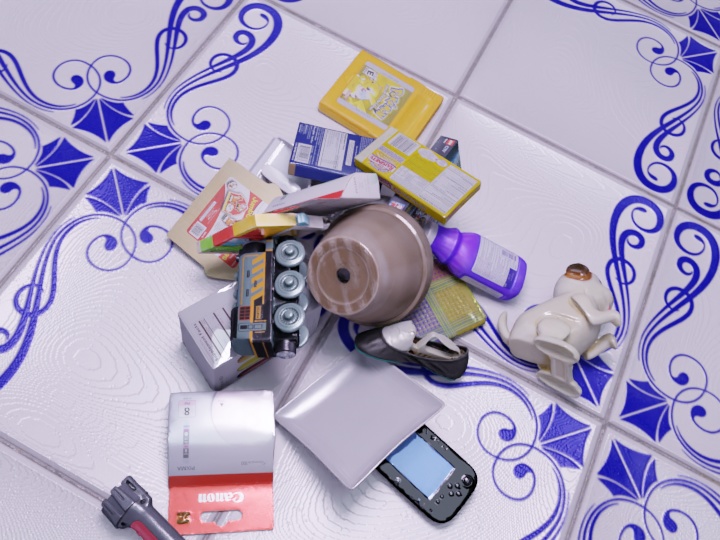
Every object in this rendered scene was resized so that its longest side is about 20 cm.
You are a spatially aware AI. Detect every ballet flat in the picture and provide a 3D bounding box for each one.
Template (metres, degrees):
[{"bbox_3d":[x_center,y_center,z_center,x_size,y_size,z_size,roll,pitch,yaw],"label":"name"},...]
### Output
[{"bbox_3d":[0.089,0.120,1.243,0.198,0.069,0.068,17,31,-18],"label":"ballet flat"}]

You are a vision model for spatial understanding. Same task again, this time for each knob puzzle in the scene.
[{"bbox_3d":[-0.203,-0.067,1.323,0.216,0.030,0.223,0,78,-2],"label":"knob puzzle"}]

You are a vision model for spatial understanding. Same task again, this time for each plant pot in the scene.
[{"bbox_3d":[0.000,0.000,1.198,0.197,0.173,0.203,3,98,19],"label":"plant pot"}]

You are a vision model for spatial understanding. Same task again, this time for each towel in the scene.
[{"bbox_3d":[0.111,0.064,1.328,0.198,0.023,0.145,-22,69,-19],"label":"towel"}]

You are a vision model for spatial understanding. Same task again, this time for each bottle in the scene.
[{"bbox_3d":[0.195,-0.022,1.337,0.198,0.065,0.084,26,65,-15],"label":"bottle"}]

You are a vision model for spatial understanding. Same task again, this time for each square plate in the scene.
[{"bbox_3d":[-0.003,0.223,1.183,0.199,0.029,0.197,-36,46,-24],"label":"square plate"}]

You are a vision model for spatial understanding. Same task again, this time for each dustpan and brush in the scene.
[{"bbox_3d":[-0.117,-0.142,1.352,0.199,0.057,0.140,35,82,8],"label":"dustpan and brush"}]

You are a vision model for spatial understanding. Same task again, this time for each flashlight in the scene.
[{"bbox_3d":[-0.283,0.387,1.070,0.199,0.068,0.068,38,40,14],"label":"flashlight"}]

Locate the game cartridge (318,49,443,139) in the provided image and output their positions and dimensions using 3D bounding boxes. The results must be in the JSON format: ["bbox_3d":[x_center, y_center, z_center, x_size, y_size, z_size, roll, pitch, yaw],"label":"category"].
[{"bbox_3d":[0.043,-0.333,1.517,0.198,0.033,0.177,30,62,7],"label":"game cartridge"}]

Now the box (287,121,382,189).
[{"bbox_3d":[-0.022,-0.197,1.348,0.197,0.033,0.122,11,46,-2],"label":"box"}]

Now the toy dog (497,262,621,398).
[{"bbox_3d":[0.355,0.088,1.312,0.193,0.140,0.200,18,55,43],"label":"toy dog"}]

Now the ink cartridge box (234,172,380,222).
[{"bbox_3d":[-0.082,-0.114,1.198,0.159,0.199,0.051,-13,86,30],"label":"ink cartridge box"}]

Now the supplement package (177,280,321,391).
[{"bbox_3d":[-0.175,0.084,1.214,0.199,0.114,0.110,-30,70,-22],"label":"supplement package"}]

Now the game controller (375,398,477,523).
[{"bbox_3d":[0.085,0.296,1.191,0.199,0.042,0.104,40,63,12],"label":"game controller"}]

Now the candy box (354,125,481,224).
[{"bbox_3d":[0.095,-0.164,1.287,0.199,0.027,0.102,37,66,24],"label":"candy box"}]

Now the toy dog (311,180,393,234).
[{"bbox_3d":[0.002,-0.127,1.365,0.197,0.097,0.133,11,61,-4],"label":"toy dog"}]

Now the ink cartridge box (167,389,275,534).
[{"bbox_3d":[-0.208,0.282,1.144,0.160,0.057,0.202,0,59,-10],"label":"ink cartridge box"}]

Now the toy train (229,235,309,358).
[{"bbox_3d":[-0.135,0.038,1.137,0.112,0.086,0.202,-3,61,0],"label":"toy train"}]

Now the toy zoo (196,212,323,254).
[{"bbox_3d":[-0.149,-0.058,1.189,0.130,0.199,0.021,-1,78,-43],"label":"toy zoo"}]

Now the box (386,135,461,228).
[{"bbox_3d":[0.118,-0.123,1.360,0.037,0.137,0.201,20,57,30],"label":"box"}]
